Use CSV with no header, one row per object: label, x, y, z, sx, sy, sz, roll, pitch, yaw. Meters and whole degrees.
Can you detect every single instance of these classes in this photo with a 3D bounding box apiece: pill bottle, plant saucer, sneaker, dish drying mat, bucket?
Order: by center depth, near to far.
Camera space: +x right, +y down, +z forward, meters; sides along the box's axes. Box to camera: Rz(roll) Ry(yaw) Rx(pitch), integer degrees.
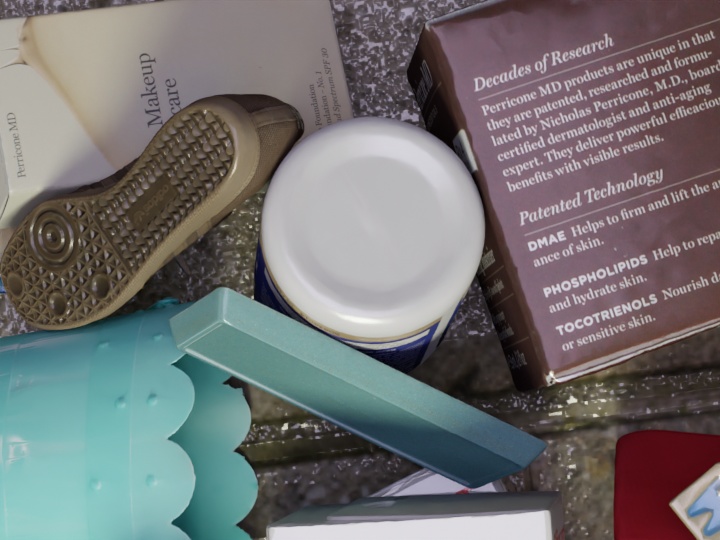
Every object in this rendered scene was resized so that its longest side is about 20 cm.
plant saucer,-0.002,0.065,1.273,0.200,0.070,0.019,27,62,-19
sneaker,-0.106,-0.028,1.294,0.200,0.075,0.071,-32,80,36
dish drying mat,0.174,0.123,1.312,0.077,0.200,0.018,7,104,4
pill bottle,0.000,0.000,1.322,0.115,0.200,0.116,1,75,-4
bucket,-0.137,0.121,1.342,0.134,0.207,0.208,-4,88,7

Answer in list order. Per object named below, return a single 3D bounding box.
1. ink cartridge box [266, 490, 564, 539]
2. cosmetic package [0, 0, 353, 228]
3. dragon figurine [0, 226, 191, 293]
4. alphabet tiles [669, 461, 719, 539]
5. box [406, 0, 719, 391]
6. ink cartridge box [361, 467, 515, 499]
ink cartridge box,0.037,0.220,1.262,0.145,0.147,0.201,-4,88,7
cosmetic package,-0.112,-0.093,1.367,0.199,0.073,0.104,-9,78,-18
dragon figurine,-0.204,-0.018,1.418,0.199,0.099,0.059,-3,86,-14
alphabet tiles,0.278,0.139,1.200,0.167,0.008,0.200,-39,79,-3
box,0.136,-0.054,1.328,0.164,0.166,0.201,-19,86,-3
ink cartridge box,0.052,0.214,1.376,0.144,0.084,0.200,-27,86,4
